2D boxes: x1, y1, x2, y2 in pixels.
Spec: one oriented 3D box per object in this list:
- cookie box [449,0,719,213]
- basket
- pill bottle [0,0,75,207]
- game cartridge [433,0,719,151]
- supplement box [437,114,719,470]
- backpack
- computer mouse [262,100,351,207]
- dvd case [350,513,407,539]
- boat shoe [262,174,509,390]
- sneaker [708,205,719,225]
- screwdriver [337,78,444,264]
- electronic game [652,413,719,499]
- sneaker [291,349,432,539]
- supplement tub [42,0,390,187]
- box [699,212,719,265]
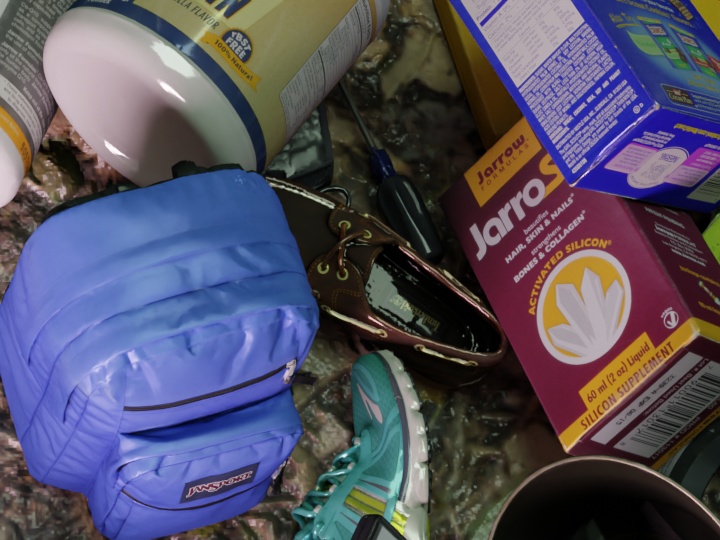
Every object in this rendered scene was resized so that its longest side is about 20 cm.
[{"bbox_3d":[0.137,-0.139,1.249,0.171,0.075,0.201,7,47,-54],"label":"cookie box"},{"bbox_3d":[0.152,0.188,1.140,0.135,0.200,0.181,-32,77,7],"label":"basket"},{"bbox_3d":[-0.221,-0.143,1.279,0.116,0.117,0.201,22,58,-3],"label":"pill bottle"},{"bbox_3d":[0.155,-0.158,1.444,0.198,0.032,0.177,-9,66,-17],"label":"game cartridge"},{"bbox_3d":[0.141,0.005,1.263,0.085,0.110,0.201,20,34,-45],"label":"supplement box"},{"bbox_3d":[-0.099,0.042,1.165,0.162,0.200,0.169,-19,69,-24],"label":"backpack"},{"bbox_3d":[-0.070,-0.092,1.336,0.137,0.053,0.202,2,74,-17],"label":"computer mouse"},{"bbox_3d":[0.040,0.244,1.142,0.200,0.017,0.143,45,55,-27],"label":"dvd case"},{"bbox_3d":[0.000,0.000,1.270,0.199,0.070,0.071,29,72,-10],"label":"boat shoe"},{"bbox_3d":[0.264,-0.054,1.367,0.078,0.090,0.201,-31,93,-27],"label":"sneaker"},{"bbox_3d":[0.005,-0.089,1.366,0.029,0.028,0.201,4,55,-49],"label":"screwdriver"},{"bbox_3d":[0.255,0.154,1.244,0.198,0.042,0.202,-1,86,14],"label":"electronic game"},{"bbox_3d":[0.001,0.136,1.219,0.079,0.078,0.201,4,61,-4],"label":"sneaker"},{"bbox_3d":[-0.072,-0.150,1.243,0.144,0.145,0.200,36,64,5],"label":"supplement tub"},{"bbox_3d":[0.258,0.070,1.293,0.200,0.122,0.048,44,27,9],"label":"box"}]
